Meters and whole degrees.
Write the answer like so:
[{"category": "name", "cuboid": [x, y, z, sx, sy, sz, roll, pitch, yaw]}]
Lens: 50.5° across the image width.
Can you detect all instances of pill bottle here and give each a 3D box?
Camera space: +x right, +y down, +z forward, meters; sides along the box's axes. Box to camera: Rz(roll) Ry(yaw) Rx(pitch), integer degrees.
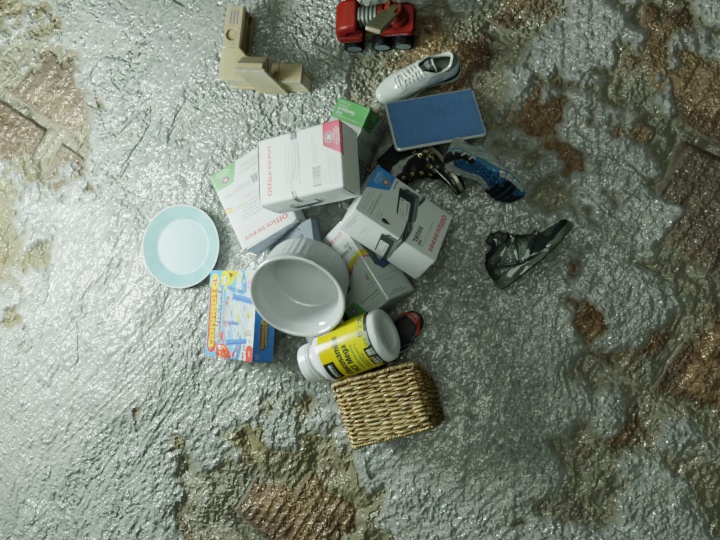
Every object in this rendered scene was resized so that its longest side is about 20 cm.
[{"category": "pill bottle", "cuboid": [-0.027, 0.164, 1.589, 0.200, 0.112, 0.113, -24, 81, 24]}]

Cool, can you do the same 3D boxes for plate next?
[{"category": "plate", "cuboid": [-0.424, -0.057, 1.816, 0.200, 0.026, 0.200, -1, 87, 14]}]

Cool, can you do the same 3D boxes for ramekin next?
[{"category": "ramekin", "cuboid": [-0.119, 0.029, 1.570, 0.200, 0.098, 0.201, 6, 125, 9]}]

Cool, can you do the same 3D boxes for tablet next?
[{"category": "tablet", "cuboid": [0.161, -0.326, 1.654, 0.200, 0.014, 0.130, -10, 64, -4]}]

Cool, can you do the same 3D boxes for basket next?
[{"category": "basket", "cuboid": [0.063, 0.274, 1.613, 0.200, 0.143, 0.149, -19, 85, 17]}]

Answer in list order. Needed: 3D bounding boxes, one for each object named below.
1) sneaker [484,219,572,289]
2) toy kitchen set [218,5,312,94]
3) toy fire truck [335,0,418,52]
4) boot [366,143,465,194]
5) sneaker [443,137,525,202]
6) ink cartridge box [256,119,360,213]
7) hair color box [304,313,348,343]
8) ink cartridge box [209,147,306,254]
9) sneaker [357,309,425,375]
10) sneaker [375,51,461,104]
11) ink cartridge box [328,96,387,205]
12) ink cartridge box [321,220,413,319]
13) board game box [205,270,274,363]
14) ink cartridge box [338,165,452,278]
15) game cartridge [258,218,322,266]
[{"category": "sneaker", "cuboid": [0.341, -0.062, 1.603, 0.199, 0.076, 0.114, -39, 85, 14]}, {"category": "toy kitchen set", "cuboid": [-0.222, -0.510, 1.724, 0.200, 0.163, 0.181, 6, 88, 14]}, {"category": "toy fire truck", "cuboid": [0.024, -0.536, 1.647, 0.176, 0.200, 0.129, 1, 86, 14]}, {"category": "boot", "cuboid": [0.119, -0.208, 1.668, 0.151, 0.073, 0.200, -40, 75, 7]}, {"category": "sneaker", "cuboid": [0.270, -0.221, 1.619, 0.200, 0.087, 0.075, 30, 135, -16]}, {"category": "ink cartridge box", "cuboid": [-0.107, -0.208, 1.566, 0.200, 0.085, 0.146, -9, 76, 25]}, {"category": "hair color box", "cuboid": [-0.080, 0.115, 1.702, 0.100, 0.061, 0.200, -27, 80, 12]}, {"category": "ink cartridge box", "cuboid": [-0.230, -0.157, 1.738, 0.145, 0.084, 0.200, -30, 75, 10]}, {"category": "sneaker", "cuboid": [0.058, 0.166, 1.653, 0.075, 0.085, 0.200, 38, 96, 13]}, {"category": "sneaker", "cuboid": [0.122, -0.429, 1.679, 0.200, 0.080, 0.076, -23, 83, 13]}, {"category": "ink cartridge box", "cuboid": [-0.032, -0.256, 1.670, 0.084, 0.146, 0.200, 25, 92, 16]}, {"category": "ink cartridge box", "cuboid": [0.000, 0.000, 1.646, 0.145, 0.087, 0.200, -41, 73, 46]}, {"category": "board game box", "cuboid": [-0.267, 0.099, 1.700, 0.196, 0.056, 0.200, -1, 85, 49]}, {"category": "ink cartridge box", "cuboid": [0.077, -0.101, 1.600, 0.200, 0.084, 0.145, 33, 51, -10]}, {"category": "game cartridge", "cuboid": [-0.154, -0.021, 1.686, 0.200, 0.041, 0.133, -38, 48, 33]}]
